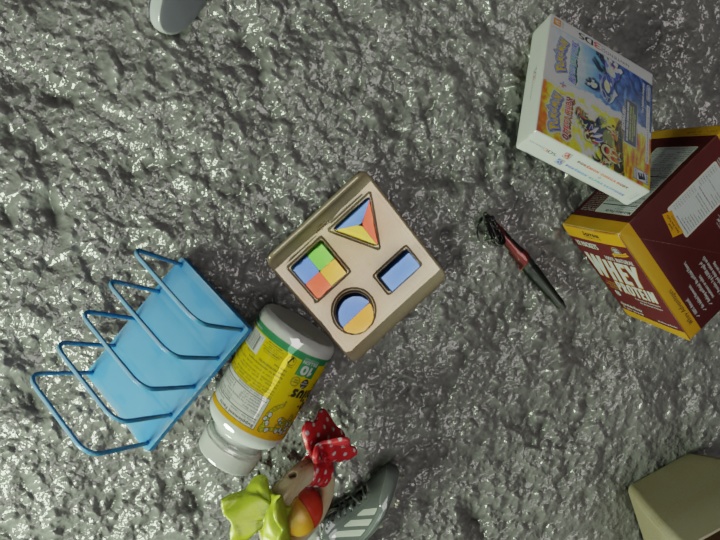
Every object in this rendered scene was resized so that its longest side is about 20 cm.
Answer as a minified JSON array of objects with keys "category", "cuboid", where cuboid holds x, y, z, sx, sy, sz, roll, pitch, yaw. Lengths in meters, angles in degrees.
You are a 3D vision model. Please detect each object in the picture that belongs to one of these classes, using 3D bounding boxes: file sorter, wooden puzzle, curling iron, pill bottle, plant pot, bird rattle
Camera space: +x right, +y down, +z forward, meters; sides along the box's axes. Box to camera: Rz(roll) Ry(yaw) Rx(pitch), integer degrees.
[{"category":"file sorter","cuboid":[-0.259,0.096,0.635,0.138,0.123,0.201,41,91,16]},{"category":"wooden puzzle","cuboid":[0.000,0.000,0.731,0.185,0.046,0.201,-41,105,-1]},{"category":"curling iron","cuboid":[0.235,-0.008,0.780,0.200,0.025,0.050,43,54,-18]},{"category":"pill bottle","cuboid":[-0.127,0.158,0.702,0.111,0.113,0.203,30,93,-14]},{"category":"plant pot","cuboid":[0.546,0.411,0.839,0.196,0.177,0.204,-25,103,-5]},{"category":"bird rattle","cuboid":[-0.085,0.297,0.716,0.111,0.200,0.166,18,130,26]}]

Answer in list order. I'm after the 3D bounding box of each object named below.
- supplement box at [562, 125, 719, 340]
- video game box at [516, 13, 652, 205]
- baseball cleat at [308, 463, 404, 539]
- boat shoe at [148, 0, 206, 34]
[{"category":"supplement box","cuboid":[0.441,-0.056,0.758,0.200,0.133,0.198,-43,105,0]},{"category":"video game box","cuboid":[0.300,-0.213,0.702,0.179,0.047,0.204,20,66,-12]},{"category":"baseball cleat","cuboid":[-0.022,0.360,0.782,0.105,0.070,0.203,31,90,-8]},{"category":"boat shoe","cuboid":[-0.207,-0.380,0.620,0.069,0.071,0.204,26,99,14]}]
